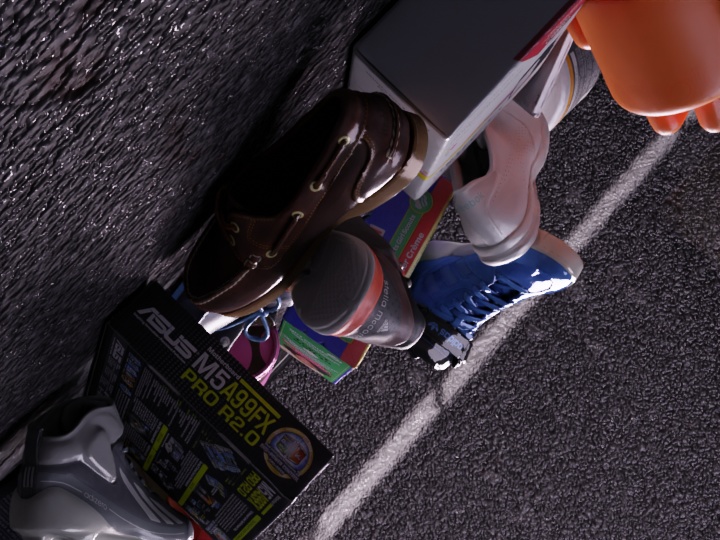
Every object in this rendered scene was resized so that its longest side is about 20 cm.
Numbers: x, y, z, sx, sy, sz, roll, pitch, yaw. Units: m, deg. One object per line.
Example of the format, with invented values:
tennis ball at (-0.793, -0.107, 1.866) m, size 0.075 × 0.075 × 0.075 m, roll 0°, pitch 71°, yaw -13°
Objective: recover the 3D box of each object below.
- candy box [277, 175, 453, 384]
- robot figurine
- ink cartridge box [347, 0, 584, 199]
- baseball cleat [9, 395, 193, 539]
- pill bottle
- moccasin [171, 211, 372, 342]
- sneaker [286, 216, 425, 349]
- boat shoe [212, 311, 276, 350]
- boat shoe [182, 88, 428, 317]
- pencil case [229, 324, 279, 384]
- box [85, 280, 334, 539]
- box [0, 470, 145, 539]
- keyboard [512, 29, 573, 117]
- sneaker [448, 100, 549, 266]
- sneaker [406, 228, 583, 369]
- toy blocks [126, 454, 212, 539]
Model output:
candy box at (0.000, 0.000, 1.116) m, size 0.170 × 0.076 × 0.200 m, roll -59°, pitch 179°, yaw -10°
robot figurine at (0.200, -0.187, 0.881) m, size 0.116 × 0.201 × 0.144 m, roll -32°, pitch -149°, yaw 2°
ink cartridge box at (0.066, -0.142, 0.889) m, size 0.146 × 0.083 × 0.200 m, roll -47°, pitch 177°, yaw -7°
baseball cleat at (-0.164, 0.143, 0.898) m, size 0.200 × 0.069 × 0.108 m, roll 39°, pitch 54°, yaw -69°
pill bottle at (0.164, -0.197, 1.245) m, size 0.117 × 0.116 × 0.200 m, roll -48°, pitch 176°, yaw 31°
moccasin at (-0.067, -0.003, 0.945) m, size 0.200 × 0.068 × 0.081 m, roll -46°, pitch 177°, yaw -16°
sneaker at (-0.015, -0.003, 0.858) m, size 0.077 × 0.081 × 0.201 m, roll -52°, pitch -149°, yaw 14°
boat shoe at (-0.090, 0.022, 1.025) m, size 0.200 × 0.060 × 0.074 m, roll -46°, pitch 175°, yaw -36°
boat shoe at (-0.050, -0.041, 0.784) m, size 0.070 × 0.071 × 0.200 m, roll 13°, pitch 137°, yaw -43°
pencil case at (-0.129, 0.089, 1.164) m, size 0.092 × 0.092 × 0.200 m, roll -9°, pitch 162°, yaw -16°
box at (-0.110, 0.108, 0.893) m, size 0.044 × 0.160 × 0.200 m, roll -45°, pitch 176°, yaw -26°
box at (-0.254, 0.232, 0.970) m, size 0.149 × 0.107 × 0.200 m, roll -49°, pitch 177°, yaw 26°
keyboard at (0.147, -0.210, 0.967) m, size 0.011 × 0.056 × 0.202 m, roll -12°, pitch 137°, yaw -38°
sneaker at (0.099, -0.101, 1.040) m, size 0.075 × 0.089 × 0.201 m, roll -27°, pitch -146°, yaw 24°
sneaker at (0.092, 0.029, 1.069) m, size 0.199 × 0.077 × 0.112 m, roll -4°, pitch -128°, yaw 57°
toy blocks at (-0.153, 0.178, 1.086) m, size 0.099 × 0.201 × 0.137 m, roll -6°, pitch 141°, yaw -33°
